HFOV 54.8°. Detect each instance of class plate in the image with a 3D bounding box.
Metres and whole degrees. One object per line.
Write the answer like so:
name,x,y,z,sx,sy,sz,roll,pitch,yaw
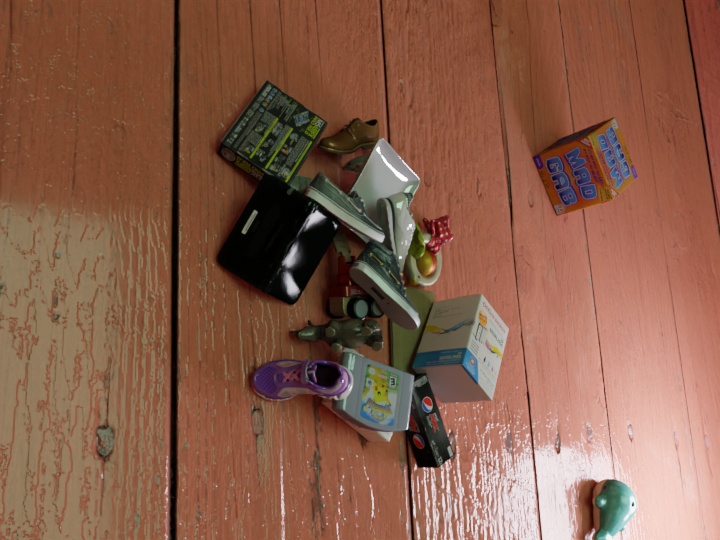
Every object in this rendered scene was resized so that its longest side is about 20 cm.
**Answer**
plate,0.036,-0.165,1.546,0.199,0.032,0.202,36,83,-51

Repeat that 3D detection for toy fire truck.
toy fire truck,0.000,0.000,1.515,0.174,0.127,0.205,-2,90,-41

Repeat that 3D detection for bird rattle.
bird rattle,0.149,-0.045,1.682,0.199,0.111,0.167,-12,98,-55

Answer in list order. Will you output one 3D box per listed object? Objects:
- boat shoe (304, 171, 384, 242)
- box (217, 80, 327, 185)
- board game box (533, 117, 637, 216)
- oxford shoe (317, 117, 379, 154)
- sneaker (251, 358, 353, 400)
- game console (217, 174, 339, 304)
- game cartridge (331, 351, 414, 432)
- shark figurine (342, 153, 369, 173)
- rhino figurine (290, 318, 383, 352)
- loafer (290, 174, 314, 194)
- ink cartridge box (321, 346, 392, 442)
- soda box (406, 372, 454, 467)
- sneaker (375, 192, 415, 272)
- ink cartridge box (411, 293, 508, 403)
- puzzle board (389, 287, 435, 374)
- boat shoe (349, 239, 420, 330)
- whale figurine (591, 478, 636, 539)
boat shoe,-0.021,-0.130,1.429,0.198,0.072,0.069,33,87,-20
box,-0.178,-0.274,1.429,0.159,0.044,0.202,32,57,-9
board game box,0.691,-0.317,2.132,0.199,0.198,0.203,-33,101,-41
oxford shoe,-0.027,-0.308,1.572,0.199,0.071,0.073,-27,134,-49
sneaker,-0.111,0.202,1.322,0.195,0.089,0.082,0,72,-2
game console,-0.160,-0.058,1.386,0.174,0.116,0.202,30,88,0
game cartridge,0.030,0.258,1.427,0.198,0.040,0.136,24,69,-35
shark figurine,0.075,-0.250,1.631,0.212,0.127,0.091,19,55,-37
rhino figurine,-0.047,0.129,1.406,0.087,0.195,0.061,-51,141,-77
loafer,-0.115,-0.171,1.474,0.197,0.069,0.071,12,69,-39
ink cartridge box,-0.003,0.259,1.466,0.200,0.067,0.118,44,54,-26
soda box,0.139,0.338,1.567,0.063,0.070,0.204,-20,92,-41
sneaker,0.087,-0.077,1.556,0.079,0.076,0.203,-19,127,-23
ink cartridge box,0.238,0.183,1.626,0.148,0.143,0.202,48,48,-31
puzzle board,0.124,0.143,1.642,0.149,0.017,0.205,10,73,-41
boat shoe,0.068,0.030,1.448,0.200,0.070,0.092,47,56,-19
whale figurine,0.717,0.692,1.963,0.159,0.103,0.202,47,53,-22
